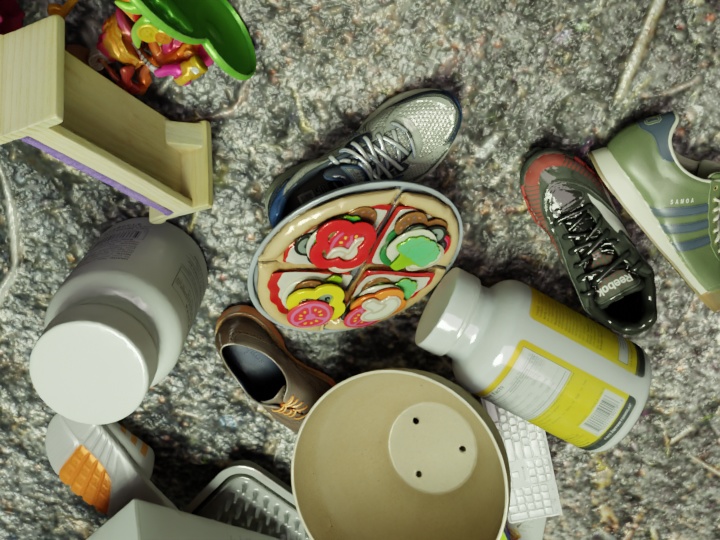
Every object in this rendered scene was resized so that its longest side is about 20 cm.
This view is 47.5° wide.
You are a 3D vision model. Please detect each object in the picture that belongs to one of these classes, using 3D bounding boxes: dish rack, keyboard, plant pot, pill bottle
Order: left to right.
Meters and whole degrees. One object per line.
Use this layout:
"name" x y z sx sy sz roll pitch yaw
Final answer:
"pill bottle" -0.202 0.039 0.697 0.114 0.200 0.115 0 113 0
"dish rack" -0.107 0.300 0.894 0.200 0.044 0.172 39 108 -16
"plant pot" 0.052 0.184 0.774 0.200 0.134 0.201 1 92 20
"keyboard" 0.158 0.161 0.832 0.056 0.011 0.201 -13 99 1
"pill bottle" 0.156 0.078 0.757 0.200 0.112 0.112 28 110 -7

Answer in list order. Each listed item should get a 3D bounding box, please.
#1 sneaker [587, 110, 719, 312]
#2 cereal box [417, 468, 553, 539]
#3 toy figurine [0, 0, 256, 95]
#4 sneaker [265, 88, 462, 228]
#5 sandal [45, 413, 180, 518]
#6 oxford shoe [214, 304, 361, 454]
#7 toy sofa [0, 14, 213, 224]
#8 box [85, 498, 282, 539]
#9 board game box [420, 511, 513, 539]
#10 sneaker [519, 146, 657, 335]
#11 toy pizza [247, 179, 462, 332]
"sneaker" 0.299 -0.056 0.736 0.090 0.067 0.200 -38 105 20
"cereal box" 0.124 0.298 0.898 0.143 0.040 0.201 2 113 -2
"toy figurine" -0.215 -0.194 0.660 0.184 0.151 0.200 -23 137 23
"sneaker" 0.003 -0.084 0.707 0.200 0.085 0.077 -34 102 11
"sandal" -0.239 0.218 0.846 0.079 0.059 0.207 -36 100 19
"oxford shoe" -0.073 0.126 0.804 0.071 0.073 0.200 -40 108 14
"toy sofa" -0.207 -0.104 0.637 0.097 0.200 0.083 -12 72 20
"box" -0.179 0.323 0.782 0.152 0.107 0.200 -40 133 18
"board game box" 0.109 0.333 0.866 0.134 0.045 0.200 -22 110 9
"sneaker" 0.211 -0.021 0.735 0.071 0.098 0.201 -30 109 13
"toy pizza" 0.000 0.000 0.723 0.199 0.032 0.201 -14 143 -10
